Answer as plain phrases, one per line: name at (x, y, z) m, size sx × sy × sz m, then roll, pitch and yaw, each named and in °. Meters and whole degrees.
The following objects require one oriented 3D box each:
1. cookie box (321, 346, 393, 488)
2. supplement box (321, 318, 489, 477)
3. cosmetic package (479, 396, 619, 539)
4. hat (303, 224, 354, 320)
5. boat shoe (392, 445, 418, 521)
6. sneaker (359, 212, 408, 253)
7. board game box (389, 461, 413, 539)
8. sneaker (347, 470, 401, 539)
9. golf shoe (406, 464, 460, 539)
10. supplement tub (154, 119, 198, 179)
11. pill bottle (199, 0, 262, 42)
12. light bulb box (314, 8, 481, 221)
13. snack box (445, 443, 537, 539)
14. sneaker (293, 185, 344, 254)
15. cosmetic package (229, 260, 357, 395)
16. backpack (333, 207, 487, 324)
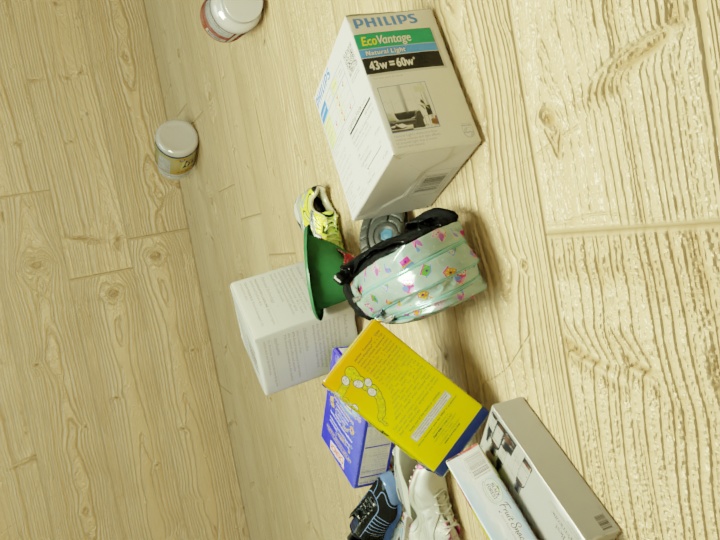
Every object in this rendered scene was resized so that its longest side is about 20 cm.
cookie box at (-0.002, 0.267, 1.406) m, size 0.171 × 0.075 × 0.201 m, roll -135°, pitch 49°, yaw -55°
supplement box at (0.057, 0.174, 1.038) m, size 0.200 × 0.110 × 0.109 m, roll 39°, pitch 169°, yaw 3°
cosmetic package at (0.217, 0.254, 0.904) m, size 0.200 × 0.050 × 0.083 m, roll -123°, pitch 28°, yaw -44°
hat at (0.000, 0.000, 1.324) m, size 0.166 × 0.175 × 0.200 m, roll 77°, pitch -174°, yaw -47°
boat shoe at (0.081, 0.324, 1.267) m, size 0.071 × 0.070 × 0.201 m, roll 32°, pitch 134°, yaw 57°
sneaker at (0.045, -0.016, 1.166) m, size 0.073 × 0.082 × 0.201 m, roll -1°, pitch 79°, yaw 30°
board game box at (0.066, 0.479, 1.440) m, size 0.126 × 0.035 × 0.201 m, roll -126°, pitch 32°, yaw -49°
sneaker at (0.022, 0.441, 1.374) m, size 0.070 × 0.078 × 0.200 m, roll -122°, pitch 29°, yaw -44°
golf shoe at (0.126, 0.388, 1.211) m, size 0.091 × 0.075 × 0.201 m, roll 18°, pitch 119°, yaw 42°
supplement tub at (-0.642, -0.416, 2.640) m, size 0.200 × 0.144 × 0.145 m, roll 125°, pitch 130°, yaw -63°
pill bottle at (-0.279, -0.568, 1.657) m, size 0.200 × 0.112 × 0.113 m, roll -163°, pitch 63°, yaw -66°
light bulb box at (0.039, -0.202, 1.010) m, size 0.198 × 0.124 × 0.201 m, roll 128°, pitch 128°, yaw -65°
snack box at (0.186, 0.331, 0.943) m, size 0.200 × 0.053 × 0.142 m, roll 60°, pitch 180°, yaw 37°
sneaker at (-0.071, -0.070, 1.448) m, size 0.076 × 0.075 × 0.200 m, roll -47°, pitch 63°, yaw 54°
cosmetic package at (-0.127, 0.105, 1.479) m, size 0.166 × 0.199 × 0.168 m, roll -123°, pitch 21°, yaw -44°
backpack at (0.078, 0.000, 1.011) m, size 0.127 × 0.167 × 0.200 m, roll 58°, pitch 155°, yaw -1°
